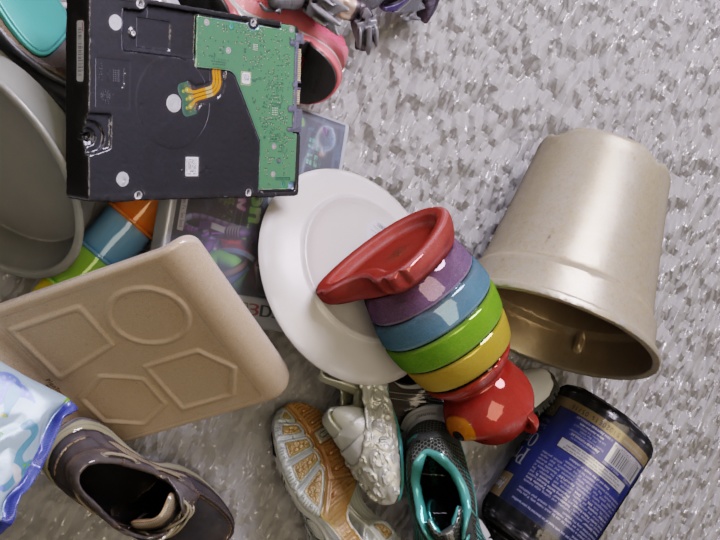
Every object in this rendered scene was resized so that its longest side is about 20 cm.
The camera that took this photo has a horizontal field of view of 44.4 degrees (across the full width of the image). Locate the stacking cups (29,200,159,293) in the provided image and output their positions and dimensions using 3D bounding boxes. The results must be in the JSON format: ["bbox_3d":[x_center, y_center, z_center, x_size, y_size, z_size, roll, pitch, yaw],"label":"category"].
[{"bbox_3d":[-0.208,-0.026,0.746,0.060,0.060,0.201,40,84,-15],"label":"stacking cups"}]

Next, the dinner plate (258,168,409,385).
[{"bbox_3d":[0.000,0.000,0.781,0.198,0.024,0.203,18,60,-33],"label":"dinner plate"}]

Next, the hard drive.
[{"bbox_3d":[-0.126,-0.125,0.666,0.199,0.038,0.142,-8,104,-47],"label":"hard drive"}]

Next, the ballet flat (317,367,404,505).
[{"bbox_3d":[-0.008,0.110,0.793,0.071,0.072,0.203,1,66,-18],"label":"ballet flat"}]

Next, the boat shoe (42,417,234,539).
[{"bbox_3d":[-0.179,0.198,0.740,0.200,0.073,0.075,39,85,-37],"label":"boat shoe"}]

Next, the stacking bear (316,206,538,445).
[{"bbox_3d":[0.075,0.060,0.733,0.114,0.121,0.201,-44,109,-35],"label":"stacking bear"}]

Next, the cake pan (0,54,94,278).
[{"bbox_3d":[-0.284,-0.085,0.673,0.201,0.199,0.037,49,44,-13],"label":"cake pan"}]

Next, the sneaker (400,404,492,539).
[{"bbox_3d":[0.073,0.224,0.769,0.077,0.091,0.203,-16,96,8],"label":"sneaker"}]

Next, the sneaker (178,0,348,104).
[{"bbox_3d":[-0.100,-0.221,0.790,0.199,0.074,0.087,30,40,-3],"label":"sneaker"}]

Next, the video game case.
[{"bbox_3d":[-0.094,-0.051,0.771,0.180,0.023,0.203,11,88,-45],"label":"video game case"}]

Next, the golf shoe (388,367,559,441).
[{"bbox_3d":[0.100,0.110,0.850,0.197,0.078,0.096,-13,95,-18],"label":"golf shoe"}]

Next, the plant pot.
[{"bbox_3d":[0.206,-0.022,0.834,0.199,0.200,0.185,28,73,-17],"label":"plant pot"}]

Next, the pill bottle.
[{"bbox_3d":[0.189,0.223,0.863,0.112,0.112,0.201,40,80,-15],"label":"pill bottle"}]

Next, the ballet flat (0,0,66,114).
[{"bbox_3d":[-0.232,-0.154,0.660,0.073,0.073,0.200,-48,112,-11],"label":"ballet flat"}]

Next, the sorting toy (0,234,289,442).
[{"bbox_3d":[-0.180,0.064,0.709,0.198,0.037,0.186,-21,132,9],"label":"sorting toy"}]

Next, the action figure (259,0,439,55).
[{"bbox_3d":[-0.011,-0.247,0.772,0.199,0.070,0.131,-26,72,-39],"label":"action figure"}]

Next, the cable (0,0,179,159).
[{"bbox_3d":[-0.236,-0.174,0.724,0.199,0.069,0.201,-35,105,-5],"label":"cable"}]

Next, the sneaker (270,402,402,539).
[{"bbox_3d":[-0.034,0.222,0.812,0.075,0.088,0.201,-21,75,-37],"label":"sneaker"}]

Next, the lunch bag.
[{"bbox_3d":[-0.330,0.123,0.658,0.169,0.200,0.128,36,47,-16],"label":"lunch bag"}]
